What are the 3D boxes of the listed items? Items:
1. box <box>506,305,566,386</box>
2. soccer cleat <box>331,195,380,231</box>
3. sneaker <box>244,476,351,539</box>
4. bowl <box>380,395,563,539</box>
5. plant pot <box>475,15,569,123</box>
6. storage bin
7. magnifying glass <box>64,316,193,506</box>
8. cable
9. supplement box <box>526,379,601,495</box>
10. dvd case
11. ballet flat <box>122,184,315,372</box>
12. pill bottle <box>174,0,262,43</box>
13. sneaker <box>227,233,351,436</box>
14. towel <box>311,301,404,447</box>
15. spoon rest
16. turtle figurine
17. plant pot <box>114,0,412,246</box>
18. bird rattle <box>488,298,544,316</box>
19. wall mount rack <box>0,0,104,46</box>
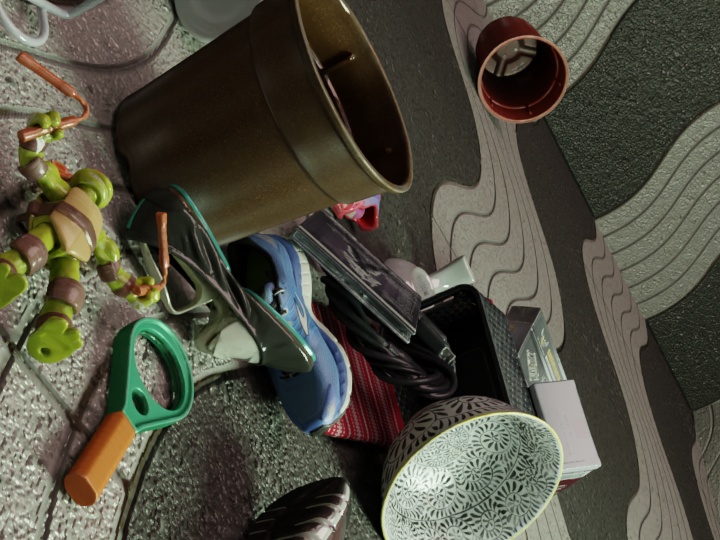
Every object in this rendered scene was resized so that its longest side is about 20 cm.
[{"bbox_3d":[0.225,0.174,1.628,0.159,0.048,0.201,-58,136,-37],"label":"box"},{"bbox_3d":[-0.024,-0.097,1.378,0.200,0.066,0.077,21,53,-69],"label":"soccer cleat"},{"bbox_3d":[-0.044,0.254,0.911,0.116,0.075,0.200,67,28,-16],"label":"sneaker"},{"bbox_3d":[0.096,0.193,1.211,0.201,0.200,0.094,50,5,-41],"label":"bowl"},{"bbox_3d":[0.341,-0.458,2.641,0.201,0.200,0.196,56,13,-29],"label":"plant pot"},{"bbox_3d":[0.112,0.135,1.359,0.094,0.134,0.202,37,34,-55],"label":"storage bin"},{"bbox_3d":[-0.160,0.097,0.832,0.080,0.022,0.200,61,20,-17],"label":"magnifying glass"},{"bbox_3d":[0.020,0.061,1.246,0.200,0.051,0.163,46,19,5],"label":"cable"},{"bbox_3d":[0.199,0.220,1.431,0.060,0.200,0.110,-3,64,-25],"label":"supplement box"},{"bbox_3d":[0.000,0.000,1.195,0.149,0.016,0.200,42,9,-2],"label":"dvd case"},{"bbox_3d":[-0.120,0.024,0.966,0.200,0.068,0.068,51,-21,-16],"label":"ballet flat"},{"bbox_3d":[-0.106,-0.278,1.279,0.200,0.110,0.112,4,64,-69],"label":"pill bottle"},{"bbox_3d":[-0.075,0.054,1.056,0.089,0.078,0.201,18,43,-57],"label":"sneaker"},{"bbox_3d":[-0.011,0.110,1.229,0.200,0.022,0.146,27,43,-62],"label":"towel"},{"bbox_3d":[0.080,0.024,1.553,0.199,0.060,0.100,-17,82,-58],"label":"spoon rest"},{"bbox_3d":[-0.203,-0.029,0.793,0.162,0.064,0.201,-76,148,-50],"label":"turtle figurine"},{"bbox_3d":[-0.087,-0.122,1.013,0.201,0.197,0.201,53,24,-36],"label":"plant pot"},{"bbox_3d":[0.191,0.116,1.674,0.200,0.112,0.165,-10,94,-68],"label":"bird rattle"},{"bbox_3d":[-0.265,-0.279,0.894,0.174,0.074,0.202,23,46,-64],"label":"wall mount rack"}]
